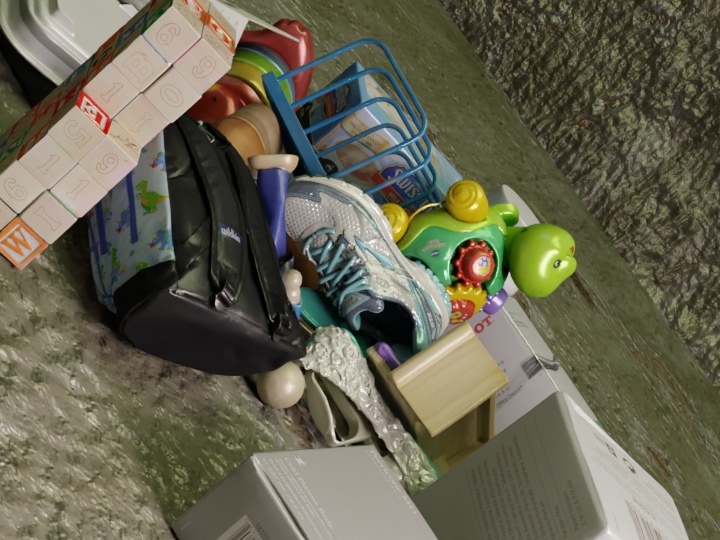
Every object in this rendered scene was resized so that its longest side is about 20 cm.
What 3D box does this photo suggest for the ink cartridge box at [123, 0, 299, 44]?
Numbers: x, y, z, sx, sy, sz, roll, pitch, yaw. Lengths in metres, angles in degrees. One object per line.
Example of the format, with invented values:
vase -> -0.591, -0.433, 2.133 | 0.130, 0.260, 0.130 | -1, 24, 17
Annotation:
ink cartridge box -> -0.183, -0.264, 1.454 | 0.199, 0.045, 0.176 | 32, 8, 33

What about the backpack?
backpack -> -0.134, -0.027, 1.126 | 0.162, 0.153, 0.202 | 25, 52, -47

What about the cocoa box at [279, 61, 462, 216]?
cocoa box -> 0.015, -0.105, 1.676 | 0.200, 0.131, 0.134 | 45, 17, -23

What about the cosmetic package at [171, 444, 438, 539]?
cosmetic package -> -0.030, 0.186, 1.027 | 0.107, 0.090, 0.199 | 54, 19, 16

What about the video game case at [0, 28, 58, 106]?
video game case -> -0.264, -0.204, 1.310 | 0.201, 0.025, 0.180 | 58, 17, 19

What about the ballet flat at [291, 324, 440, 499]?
ballet flat -> 0.001, 0.143, 1.253 | 0.201, 0.071, 0.072 | 59, 16, -1

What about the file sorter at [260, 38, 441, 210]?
file sorter -> 0.001, -0.103, 1.436 | 0.201, 0.122, 0.140 | 73, -9, -59

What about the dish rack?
dish rack -> -0.233, -0.207, 1.280 | 0.171, 0.043, 0.201 | 40, 19, -34

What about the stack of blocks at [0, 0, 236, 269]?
stack of blocks -> -0.178, -0.104, 1.026 | 0.059, 0.199, 0.116 | 45, 16, -21

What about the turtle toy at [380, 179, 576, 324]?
turtle toy -> 0.102, -0.007, 1.398 | 0.146, 0.198, 0.102 | 56, 20, -60

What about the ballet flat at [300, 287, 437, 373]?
ballet flat -> -0.002, 0.077, 1.348 | 0.199, 0.067, 0.069 | 25, 36, -31

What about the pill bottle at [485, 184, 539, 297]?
pill bottle -> 0.095, 0.003, 1.544 | 0.112, 0.199, 0.112 | 46, 17, -18

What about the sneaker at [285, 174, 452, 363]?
sneaker -> 0.000, 0.000, 1.297 | 0.200, 0.077, 0.087 | 42, 37, -14

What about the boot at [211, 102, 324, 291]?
boot -> -0.103, -0.034, 1.325 | 0.155, 0.073, 0.202 | -52, 126, -56

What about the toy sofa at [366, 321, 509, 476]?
toy sofa -> 0.069, 0.116, 1.306 | 0.098, 0.082, 0.201 | 54, -12, 24

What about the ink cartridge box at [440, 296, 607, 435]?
ink cartridge box -> 0.141, 0.144, 1.471 | 0.201, 0.146, 0.084 | 58, 18, 18

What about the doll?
doll -> -0.073, 0.011, 1.213 | 0.048, 0.136, 0.203 | -1, 85, -24

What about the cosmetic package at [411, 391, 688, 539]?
cosmetic package -> 0.145, 0.243, 1.178 | 0.167, 0.199, 0.167 | 43, 19, -29

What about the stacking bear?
stacking bear -> -0.125, -0.162, 1.465 | 0.200, 0.120, 0.115 | -63, 150, -61
